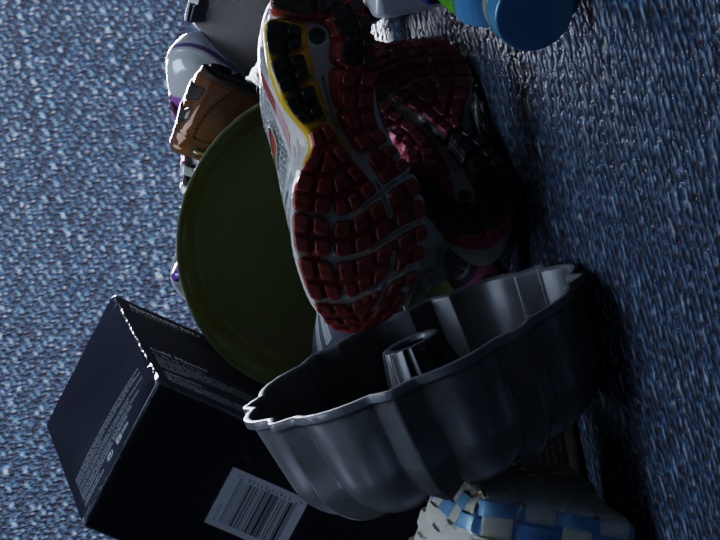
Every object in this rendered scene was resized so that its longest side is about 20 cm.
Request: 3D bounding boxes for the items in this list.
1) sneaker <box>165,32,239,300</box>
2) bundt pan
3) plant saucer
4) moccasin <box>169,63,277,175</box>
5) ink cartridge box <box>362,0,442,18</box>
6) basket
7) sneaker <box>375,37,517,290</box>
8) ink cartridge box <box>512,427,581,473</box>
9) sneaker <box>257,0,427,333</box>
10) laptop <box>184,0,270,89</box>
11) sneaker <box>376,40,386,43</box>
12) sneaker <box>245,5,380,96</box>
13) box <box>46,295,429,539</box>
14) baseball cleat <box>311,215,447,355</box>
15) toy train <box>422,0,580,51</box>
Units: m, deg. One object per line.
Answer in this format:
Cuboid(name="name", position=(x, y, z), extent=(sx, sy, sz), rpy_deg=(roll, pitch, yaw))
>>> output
Cuboid(name="sneaker", position=(-0.095, -0.052, 1.816), extent=(0.114, 0.072, 0.201), rpy_deg=(-49, -54, -44))
Cuboid(name="bundt pan", position=(0.041, 0.071, 1.464), extent=(0.202, 0.201, 0.076), rpy_deg=(-149, 35, -80))
Cuboid(name="plant saucer", position=(-0.024, -0.021, 1.742), extent=(0.031, 0.199, 0.201), rpy_deg=(-153, 52, -70))
Cuboid(name="moccasin", position=(-0.029, -0.068, 1.783), extent=(0.078, 0.201, 0.074), rpy_deg=(-66, 29, 11))
Cuboid(name="ink cartridge box", position=(0.020, -0.258, 1.501), extent=(0.145, 0.084, 0.201), rpy_deg=(-117, 17, -65))
Cuboid(name="basket", position=(0.081, 0.211, 1.474), extent=(0.176, 0.138, 0.201), rpy_deg=(-132, 56, -78))
Cuboid(name="sneaker", position=(0.040, -0.068, 1.663), extent=(0.075, 0.080, 0.201), rpy_deg=(83, 171, -47))
Cuboid(name="ink cartridge box", position=(0.083, 0.135, 1.661), extent=(0.200, 0.075, 0.166), rpy_deg=(-176, 76, -82))
Cuboid(name="sneaker", position=(-0.013, -0.065, 1.532), extent=(0.082, 0.077, 0.201), rpy_deg=(-174, 76, -78))
Cuboid(name="laptop", position=(-0.035, -0.234, 1.777), extent=(0.200, 0.116, 0.188), rpy_deg=(-17, -52, -57))
Cuboid(name="sneaker", position=(0.008, -0.054, 1.909), extent=(0.090, 0.067, 0.201), rpy_deg=(62, -149, -81))
Cuboid(name="sneaker", position=(-0.025, -0.164, 1.672), extent=(0.116, 0.076, 0.201), rpy_deg=(-53, 6, 30))
Cuboid(name="box", position=(-0.080, 0.123, 1.728), extent=(0.104, 0.199, 0.182), rpy_deg=(-62, 19, 9))
Cuboid(name="baseball cleat", position=(0.000, 0.000, 1.641), extent=(0.107, 0.070, 0.200), rpy_deg=(59, 151, 17))
Cuboid(name="toy train", position=(0.058, -0.212, 1.331), extent=(0.116, 0.084, 0.201), rpy_deg=(-130, 28, -54))
